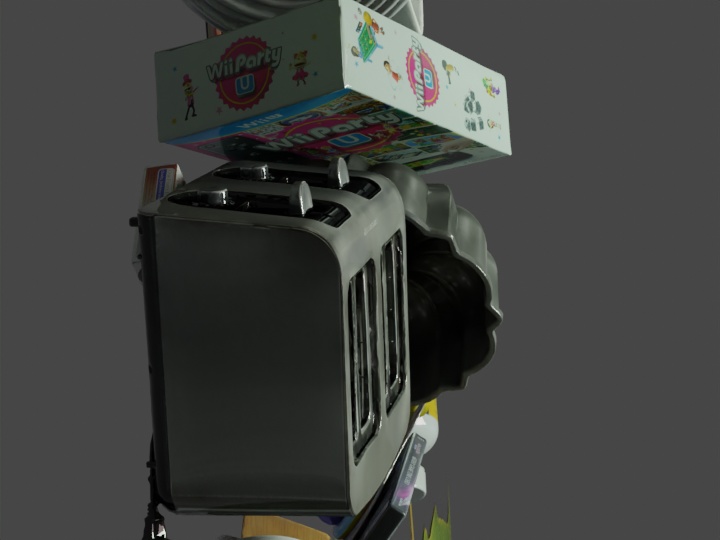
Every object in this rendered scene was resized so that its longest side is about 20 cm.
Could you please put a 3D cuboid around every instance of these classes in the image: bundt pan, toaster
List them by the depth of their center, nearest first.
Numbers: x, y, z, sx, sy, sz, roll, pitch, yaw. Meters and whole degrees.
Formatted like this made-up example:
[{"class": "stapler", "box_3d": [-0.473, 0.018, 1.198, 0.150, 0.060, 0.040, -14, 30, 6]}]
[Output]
[{"class": "toaster", "box_3d": [-0.046, 0.042, 0.895, 0.181, 0.118, 0.200, -42, 132, -72]}, {"class": "bundt pan", "box_3d": [0.000, 0.000, 1.065, 0.202, 0.201, 0.076, 77, 20, -44]}]

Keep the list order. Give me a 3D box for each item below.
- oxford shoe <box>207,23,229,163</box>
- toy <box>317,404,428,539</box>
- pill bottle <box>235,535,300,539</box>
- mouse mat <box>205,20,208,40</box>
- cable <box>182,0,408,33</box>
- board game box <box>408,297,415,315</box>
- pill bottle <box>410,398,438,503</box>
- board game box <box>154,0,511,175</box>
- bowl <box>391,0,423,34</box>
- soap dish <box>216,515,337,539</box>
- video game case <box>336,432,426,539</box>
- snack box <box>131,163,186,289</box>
[{"class": "oxford shoe", "box_3d": [-0.080, -0.111, 1.153, 0.074, 0.071, 0.200, -4, -79, 56]}, {"class": "toy", "box_3d": [0.001, 0.163, 1.327, 0.200, 0.047, 0.115, -55, 178, -32]}, {"class": "pill bottle", "box_3d": [-0.052, 0.245, 0.840, 0.200, 0.111, 0.111, -89, 170, -45]}, {"class": "mouse mat", "box_3d": [-0.104, -0.197, 1.239, 0.161, 0.008, 0.200, 45, 40, -78]}, {"class": "cable", "box_3d": [-0.041, -0.231, 0.996, 0.200, 0.200, 0.069, 56, 27, -31]}, {"class": "board game box", "box_3d": [-0.009, 0.063, 1.233, 0.200, 0.062, 0.200, -59, 175, -5]}, {"class": "pill bottle", "box_3d": [0.015, 0.115, 1.486, 0.112, 0.112, 0.200, 67, 17, -66]}, {"class": "board game box", "box_3d": [-0.014, -0.108, 1.034, 0.200, 0.147, 0.064, 14, 68, -54]}, {"class": "bowl", "box_3d": [-0.007, -0.285, 1.142, 0.200, 0.074, 0.200, 63, 23, -59]}, {"class": "soap dish", "box_3d": [-0.041, 0.274, 1.024, 0.158, 0.081, 0.200, -89, 168, -46]}, {"class": "video game case", "box_3d": [0.002, 0.220, 1.305, 0.143, 0.019, 0.200, -56, 179, 13]}, {"class": "snack box", "box_3d": [-0.101, 0.024, 0.986, 0.200, 0.024, 0.072, 74, 14, -53]}]
